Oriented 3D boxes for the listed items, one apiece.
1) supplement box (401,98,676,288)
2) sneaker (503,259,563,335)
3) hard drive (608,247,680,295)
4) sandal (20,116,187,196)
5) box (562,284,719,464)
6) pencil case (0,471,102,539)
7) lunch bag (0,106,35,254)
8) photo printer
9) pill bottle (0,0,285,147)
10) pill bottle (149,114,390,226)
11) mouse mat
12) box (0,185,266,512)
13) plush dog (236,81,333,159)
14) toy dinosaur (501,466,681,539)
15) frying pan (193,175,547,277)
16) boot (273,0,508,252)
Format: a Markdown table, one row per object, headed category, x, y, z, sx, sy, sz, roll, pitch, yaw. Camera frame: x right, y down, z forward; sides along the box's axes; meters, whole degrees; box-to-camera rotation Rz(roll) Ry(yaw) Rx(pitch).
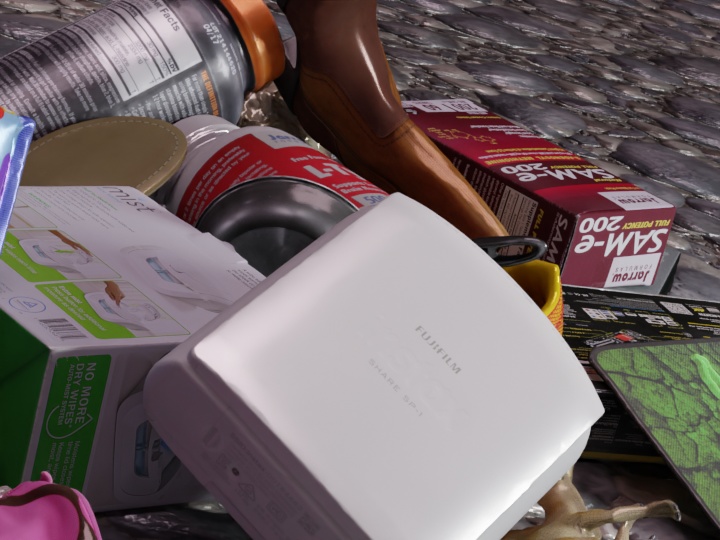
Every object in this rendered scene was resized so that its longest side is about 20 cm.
| category | x | y | z | sx | sy | sz | roll | pitch | yaw |
| --- | --- | --- | --- | --- | --- | --- | --- | --- | --- |
| supplement box | 0.097 | -0.052 | 1.599 | 0.109 | 0.061 | 0.200 | -6 | 28 | -46 |
| sneaker | 0.047 | 0.056 | 1.293 | 0.073 | 0.077 | 0.200 | 11 | 35 | 24 |
| hard drive | 0.113 | -0.013 | 1.645 | 0.199 | 0.033 | 0.140 | 18 | 19 | 10 |
| sandal | -0.188 | -0.015 | 1.386 | 0.077 | 0.070 | 0.211 | 32 | 48 | 27 |
| box | 0.175 | 0.063 | 1.453 | 0.199 | 0.050 | 0.160 | 6 | 23 | -25 |
| pencil case | -0.205 | 0.118 | 0.950 | 0.199 | 0.091 | 0.094 | 7 | 55 | -28 |
| lunch bag | -0.248 | 0.007 | 1.089 | 0.094 | 0.201 | 0.150 | -1 | -15 | 43 |
| photo printer | 0.016 | 0.060 | 1.142 | 0.166 | 0.069 | 0.200 | 47 | 46 | 6 |
| pill bottle | -0.145 | -0.110 | 1.492 | 0.199 | 0.107 | 0.106 | -29 | 38 | -21 |
| pill bottle | -0.044 | -0.016 | 1.412 | 0.112 | 0.113 | 0.200 | -3 | 26 | -42 |
| mouse mat | 0.234 | 0.104 | 1.349 | 0.160 | 0.008 | 0.200 | -3 | 43 | -34 |
| box | -0.143 | 0.032 | 1.223 | 0.176 | 0.097 | 0.200 | -2 | 24 | -42 |
| plush dog | -0.092 | -0.108 | 1.629 | 0.172 | 0.161 | 0.200 | 38 | 18 | -6 |
| toy dinosaur | 0.096 | 0.148 | 1.171 | 0.101 | 0.058 | 0.200 | 3 | 25 | 21 |
| frying pan | -0.004 | 0.015 | 1.290 | 0.189 | 0.115 | 0.031 | 16 | 27 | 7 |
| boot | 0.020 | -0.089 | 1.491 | 0.068 | 0.188 | 0.200 | -27 | 73 | -28 |
